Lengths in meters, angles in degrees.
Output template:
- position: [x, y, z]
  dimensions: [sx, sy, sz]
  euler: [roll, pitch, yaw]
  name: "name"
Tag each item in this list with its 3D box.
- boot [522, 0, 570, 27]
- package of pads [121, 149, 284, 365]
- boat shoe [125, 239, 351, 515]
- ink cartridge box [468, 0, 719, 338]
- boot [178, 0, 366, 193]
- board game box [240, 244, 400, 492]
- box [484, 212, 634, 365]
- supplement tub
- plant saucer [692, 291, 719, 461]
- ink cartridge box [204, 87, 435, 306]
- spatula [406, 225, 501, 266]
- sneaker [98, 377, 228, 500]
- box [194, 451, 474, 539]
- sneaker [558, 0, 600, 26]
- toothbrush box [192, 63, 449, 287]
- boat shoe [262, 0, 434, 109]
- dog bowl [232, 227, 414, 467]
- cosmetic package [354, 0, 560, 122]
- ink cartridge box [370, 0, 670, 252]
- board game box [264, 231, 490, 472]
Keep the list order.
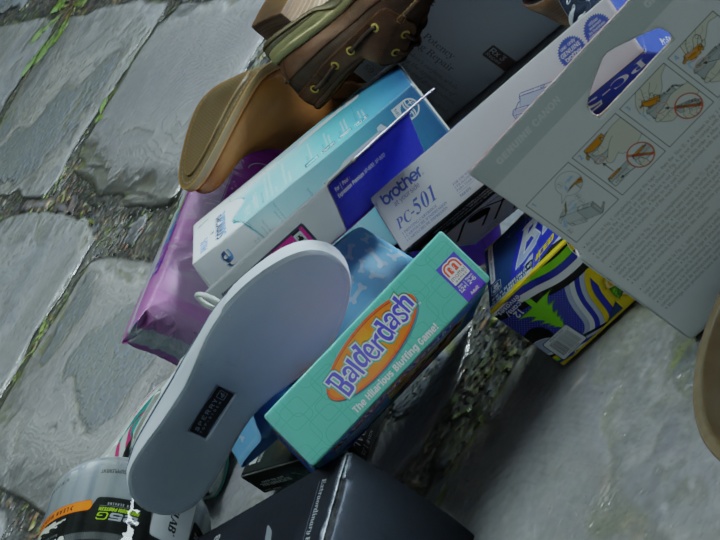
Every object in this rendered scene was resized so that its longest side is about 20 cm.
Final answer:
- position: [0.157, -0.273, 1.517]
  dimensions: [0.200, 0.166, 0.072]
  euler: [-51, 20, 8]
  name: "boot"
- position: [-0.095, -0.007, 1.738]
  dimensions: [0.076, 0.120, 0.201]
  euler: [-46, 21, 57]
  name: "package of pads"
- position: [-0.078, 0.054, 1.388]
  dimensions: [0.203, 0.074, 0.086]
  euler: [-56, 21, 16]
  name: "boat shoe"
- position: [0.181, -0.082, 1.194]
  dimensions: [0.200, 0.173, 0.044]
  euler: [-47, 23, 21]
  name: "ink cartridge box"
- position: [-0.039, -0.107, 1.714]
  dimensions: [0.073, 0.154, 0.201]
  euler: [-3, 52, 59]
  name: "boot"
- position: [-0.006, 0.057, 1.588]
  dimensions: [0.135, 0.028, 0.201]
  euler: [-22, 40, 54]
  name: "board game box"
- position: [0.162, -0.040, 1.324]
  dimensions: [0.200, 0.064, 0.070]
  euler: [-45, 24, 25]
  name: "box"
- position: [-0.179, 0.241, 1.568]
  dimensions: [0.122, 0.122, 0.201]
  euler: [-38, 28, 37]
  name: "supplement tub"
- position: [0.245, 0.019, 1.117]
  dimensions: [0.200, 0.029, 0.201]
  euler: [-44, 25, 27]
  name: "plant saucer"
- position: [-0.021, -0.037, 1.424]
  dimensions: [0.095, 0.037, 0.200]
  euler: [-43, 0, -41]
  name: "ink cartridge box"
- position: [0.000, 0.000, 1.518]
  dimensions: [0.198, 0.057, 0.021]
  euler: [-20, 22, 11]
  name: "spatula"
- position: [-0.164, 0.171, 1.697]
  dimensions: [0.201, 0.083, 0.121]
  euler: [-59, 12, -10]
  name: "sneaker"
- position: [-0.042, 0.222, 1.331]
  dimensions: [0.200, 0.104, 0.149]
  euler: [-32, 32, 45]
  name: "box"
- position: [0.149, -0.133, 1.471]
  dimensions: [0.200, 0.070, 0.108]
  euler: [-52, 25, -5]
  name: "sneaker"
- position: [-0.021, -0.050, 1.600]
  dimensions: [0.199, 0.085, 0.146]
  euler: [-38, 12, 3]
  name: "toothbrush box"
- position: [0.020, -0.184, 1.608]
  dimensions: [0.199, 0.068, 0.072]
  euler: [-30, 4, 33]
  name: "boat shoe"
- position: [-0.036, 0.048, 1.469]
  dimensions: [0.111, 0.050, 0.200]
  euler: [-39, -10, -50]
  name: "dog bowl"
- position: [0.086, -0.204, 1.664]
  dimensions: [0.200, 0.101, 0.074]
  euler: [-39, 27, 39]
  name: "cosmetic package"
- position: [0.106, -0.087, 1.349]
  dimensions: [0.200, 0.044, 0.094]
  euler: [-40, -16, 27]
  name: "ink cartridge box"
- position: [0.010, 0.057, 1.388]
  dimensions: [0.152, 0.045, 0.200]
  euler: [-46, -5, -6]
  name: "board game box"
